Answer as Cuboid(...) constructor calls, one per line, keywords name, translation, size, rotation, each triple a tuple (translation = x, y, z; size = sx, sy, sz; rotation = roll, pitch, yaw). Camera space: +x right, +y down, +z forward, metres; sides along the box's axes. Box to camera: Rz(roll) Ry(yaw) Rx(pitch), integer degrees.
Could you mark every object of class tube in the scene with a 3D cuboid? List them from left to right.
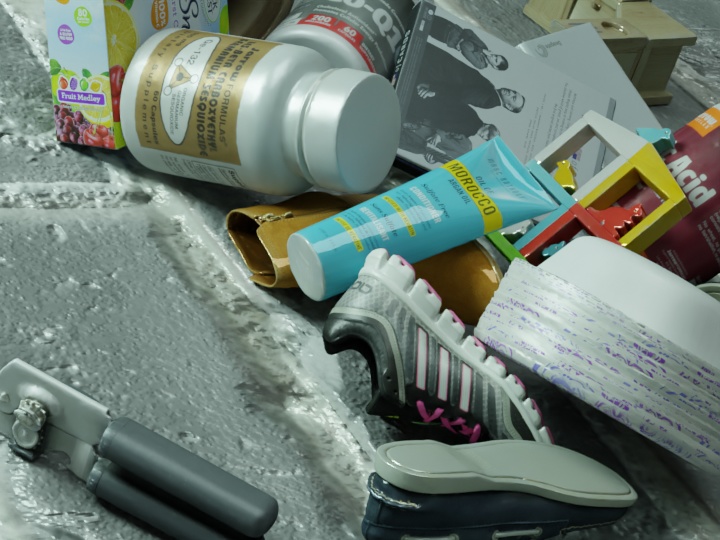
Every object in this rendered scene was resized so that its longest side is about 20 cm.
Cuboid(name="tube", translation=(0.043, -0.037, 1.414), size=(0.199, 0.051, 0.078), rotation=(-24, 66, -26))

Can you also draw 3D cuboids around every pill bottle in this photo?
Cuboid(name="pill bottle", translation=(-0.075, -0.117, 1.491), size=(0.199, 0.115, 0.114), rotation=(12, 21, 32))
Cuboid(name="pill bottle", translation=(-0.010, -0.196, 1.704), size=(0.113, 0.114, 0.200), rotation=(24, 36, 8))
Cuboid(name="pill bottle", translation=(0.279, -0.061, 1.567), size=(0.115, 0.199, 0.114), rotation=(56, 2, -3))

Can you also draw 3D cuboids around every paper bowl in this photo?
Cuboid(name="paper bowl", translation=(0.186, 0.051, 1.352), size=(0.200, 0.105, 0.201), rotation=(30, -2, 1))

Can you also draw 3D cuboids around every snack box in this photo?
Cuboid(name="snack box", translation=(-0.176, -0.215, 1.562), size=(0.067, 0.202, 0.168), rotation=(9, 21, 29))

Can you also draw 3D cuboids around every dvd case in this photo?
Cuboid(name="dvd case", translation=(0.115, -0.120, 1.645), size=(0.199, 0.025, 0.151), rotation=(25, 63, -17))

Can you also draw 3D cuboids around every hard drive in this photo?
Cuboid(name="hard drive", translation=(0.223, -0.126, 1.753), size=(0.132, 0.027, 0.201), rotation=(-22, 76, -51))

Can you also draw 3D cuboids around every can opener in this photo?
Cuboid(name="can opener", translation=(-0.137, 0.110, 1.183), size=(0.199, 0.053, 0.066), rotation=(29, 29, 15))

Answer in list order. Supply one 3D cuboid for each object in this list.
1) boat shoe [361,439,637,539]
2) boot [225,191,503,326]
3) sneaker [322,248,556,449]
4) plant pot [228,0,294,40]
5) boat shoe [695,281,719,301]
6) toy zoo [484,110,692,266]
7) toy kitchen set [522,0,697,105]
Cuboid(name="boat shoe", translation=(0.089, 0.150, 1.243), size=(0.199, 0.062, 0.075), rotation=(4, 20, -37))
Cuboid(name="boot", translation=(0.000, -0.001, 1.448), size=(0.143, 0.071, 0.201), rotation=(-11, 31, -35))
Cuboid(name="sneaker", translation=(0.049, 0.083, 1.330), size=(0.087, 0.074, 0.200), rotation=(-41, 82, -13))
Cuboid(name="plant pot", translation=(-0.171, -0.280, 1.725), size=(0.199, 0.202, 0.175), rotation=(6, 14, -24))
Cuboid(name="boat shoe", translation=(0.342, 0.051, 1.563), size=(0.198, 0.075, 0.066), rotation=(17, 26, -6))
Cuboid(name="toy zoo", translation=(0.166, -0.044, 1.526), size=(0.131, 0.200, 0.020), rotation=(50, -2, 42))
Cuboid(name="toy kitchen set", translation=(0.221, -0.285, 1.973), size=(0.179, 0.164, 0.200), rotation=(-8, 38, -40))
